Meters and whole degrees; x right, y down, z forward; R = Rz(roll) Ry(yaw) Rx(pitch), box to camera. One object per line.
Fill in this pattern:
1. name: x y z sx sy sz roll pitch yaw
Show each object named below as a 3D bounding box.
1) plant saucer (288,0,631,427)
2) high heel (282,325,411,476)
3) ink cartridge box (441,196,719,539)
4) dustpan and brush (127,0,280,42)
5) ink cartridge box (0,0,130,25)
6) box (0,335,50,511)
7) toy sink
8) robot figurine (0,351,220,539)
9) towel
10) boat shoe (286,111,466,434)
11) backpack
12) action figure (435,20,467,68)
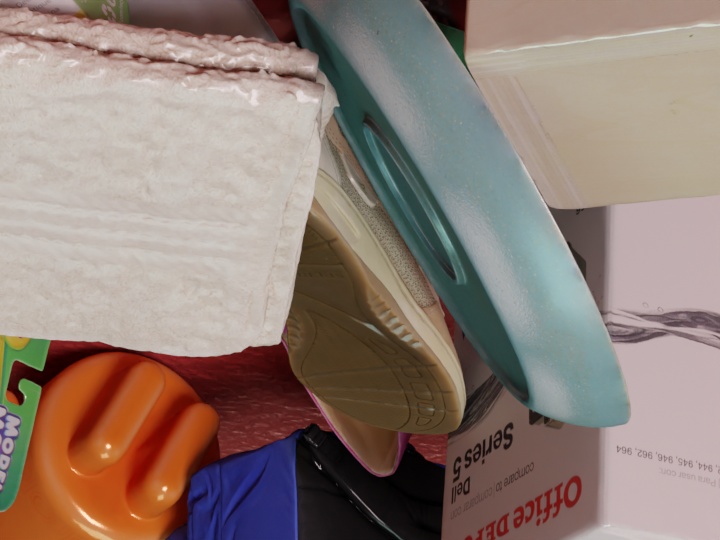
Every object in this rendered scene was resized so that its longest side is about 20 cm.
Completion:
1. plant saucer: 0.027 -0.028 0.696 0.027 0.201 0.200 -31 152 -4
2. high heel: -0.011 0.044 0.953 0.067 0.097 0.200 -4 172 8
3. ink cartridge box: 0.103 0.039 0.863 0.083 0.201 0.145 14 153 -19
4. dustpan and brush: -0.129 -0.100 0.801 0.199 0.058 0.140 -13 141 21
5. ink cartridge box: -0.191 -0.109 0.690 0.145 0.048 0.200 -28 132 18
6. box: -0.218 0.022 0.840 0.199 0.118 0.048 22 162 -33
7. toy sink: 0.143 -0.104 0.638 0.199 0.131 0.112 -6 153 20
8. robot figurine: -0.155 0.116 1.176 0.143 0.117 0.200 1 158 -31
9. towel: -0.113 -0.033 0.713 0.198 0.035 0.133 8 132 -9
10. boat shoe: 0.000 0.000 0.832 0.072 0.065 0.200 1 147 25
11. backpack: 0.004 0.178 1.102 0.199 0.164 0.167 14 157 -37
12. action figure: -0.012 -0.047 0.879 0.118 0.055 0.200 21 153 -28
